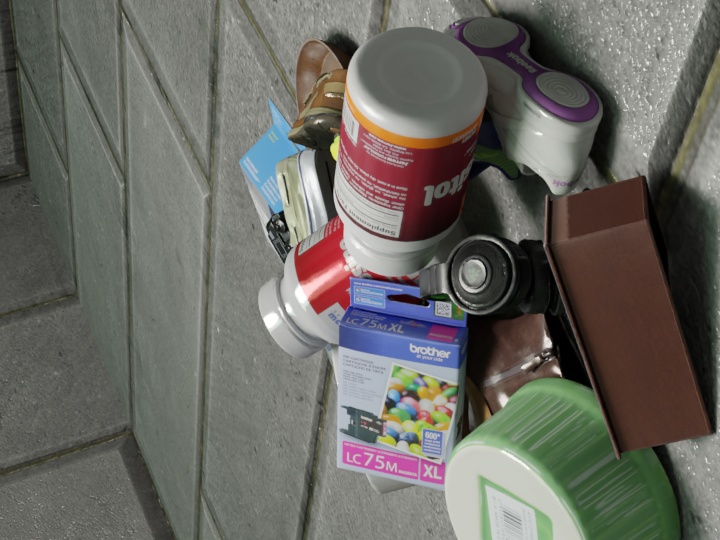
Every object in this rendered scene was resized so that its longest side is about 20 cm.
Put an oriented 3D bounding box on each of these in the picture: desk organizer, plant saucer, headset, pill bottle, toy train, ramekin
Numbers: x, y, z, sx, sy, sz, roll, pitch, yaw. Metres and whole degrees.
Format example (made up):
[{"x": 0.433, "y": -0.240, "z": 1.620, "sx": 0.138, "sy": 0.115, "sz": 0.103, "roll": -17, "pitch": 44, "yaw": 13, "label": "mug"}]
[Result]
[{"x": 0.203, "y": 0.036, "z": 1.101, "sx": 0.072, "sy": 0.076, "sz": 0.202, "roll": -76, "pitch": -32, "yaw": -57, "label": "desk organizer"}, {"x": -0.020, "y": -0.161, "z": 1.626, "sx": 0.200, "sy": 0.034, "sz": 0.203, "roll": 164, "pitch": 90, "yaw": -70, "label": "plant saucer"}, {"x": 0.131, "y": -0.010, "z": 1.224, "sx": 0.199, "sy": 0.122, "sz": 0.095, "roll": -10, "pitch": 81, "yaw": 55, "label": "headset"}, {"x": 0.036, "y": -0.090, "z": 1.203, "sx": 0.201, "sy": 0.112, "sz": 0.114, "roll": 98, "pitch": 149, "yaw": -52, "label": "pill bottle"}, {"x": -0.051, "y": 0.025, "z": 1.664, "sx": 0.046, "sy": 0.034, "sz": 0.202, "roll": -29, "pitch": 89, "yaw": 47, "label": "toy train"}, {"x": 0.162, "y": 0.202, "z": 1.236, "sx": 0.199, "sy": 0.097, "sz": 0.202, "roll": 34, "pitch": 137, "yaw": 38, "label": "ramekin"}, {"x": 0.000, "y": 0.000, "z": 1.410, "sx": 0.199, "sy": 0.112, "sz": 0.113, "roll": -34, "pitch": 68, "yaw": 26, "label": "pill bottle"}]

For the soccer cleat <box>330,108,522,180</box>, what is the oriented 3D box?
[{"x": 0.056, "y": -0.102, "z": 1.304, "sx": 0.198, "sy": 0.064, "sz": 0.085, "roll": -5, "pitch": 103, "yaw": 36, "label": "soccer cleat"}]

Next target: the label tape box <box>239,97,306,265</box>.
[{"x": -0.086, "y": -0.083, "z": 1.756, "sx": 0.145, "sy": 0.063, "sz": 0.201, "roll": 54, "pitch": 166, "yaw": 45, "label": "label tape box"}]

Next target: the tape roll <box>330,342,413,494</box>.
[{"x": 0.030, "y": 0.128, "z": 1.533, "sx": 0.202, "sy": 0.070, "sz": 0.205, "roll": -16, "pitch": -90, "yaw": -82, "label": "tape roll"}]

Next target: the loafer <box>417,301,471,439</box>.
[{"x": 0.084, "y": 0.100, "z": 1.470, "sx": 0.076, "sy": 0.067, "sz": 0.202, "roll": -50, "pitch": -58, "yaw": -76, "label": "loafer"}]

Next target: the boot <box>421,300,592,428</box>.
[{"x": 0.137, "y": 0.063, "z": 1.355, "sx": 0.166, "sy": 0.072, "sz": 0.202, "roll": -49, "pitch": 57, "yaw": 53, "label": "boot"}]

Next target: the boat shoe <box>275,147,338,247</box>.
[{"x": -0.045, "y": -0.035, "z": 1.622, "sx": 0.061, "sy": 0.072, "sz": 0.203, "roll": -12, "pitch": 85, "yaw": 33, "label": "boat shoe"}]

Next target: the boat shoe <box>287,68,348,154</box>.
[{"x": -0.025, "y": -0.162, "z": 1.505, "sx": 0.200, "sy": 0.075, "sz": 0.075, "roll": 174, "pitch": 112, "yaw": -78, "label": "boat shoe"}]

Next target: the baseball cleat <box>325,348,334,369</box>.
[{"x": -0.004, "y": 0.054, "z": 1.696, "sx": 0.106, "sy": 0.069, "sz": 0.202, "roll": 1, "pitch": 117, "yaw": 52, "label": "baseball cleat"}]

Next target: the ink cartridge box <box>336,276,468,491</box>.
[{"x": 0.038, "y": 0.107, "z": 1.369, "sx": 0.042, "sy": 0.118, "sz": 0.202, "roll": -56, "pitch": -27, "yaw": -58, "label": "ink cartridge box"}]

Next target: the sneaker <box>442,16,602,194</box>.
[{"x": 0.121, "y": -0.137, "z": 1.197, "sx": 0.200, "sy": 0.074, "sz": 0.101, "roll": -126, "pitch": 29, "yaw": -45, "label": "sneaker"}]
